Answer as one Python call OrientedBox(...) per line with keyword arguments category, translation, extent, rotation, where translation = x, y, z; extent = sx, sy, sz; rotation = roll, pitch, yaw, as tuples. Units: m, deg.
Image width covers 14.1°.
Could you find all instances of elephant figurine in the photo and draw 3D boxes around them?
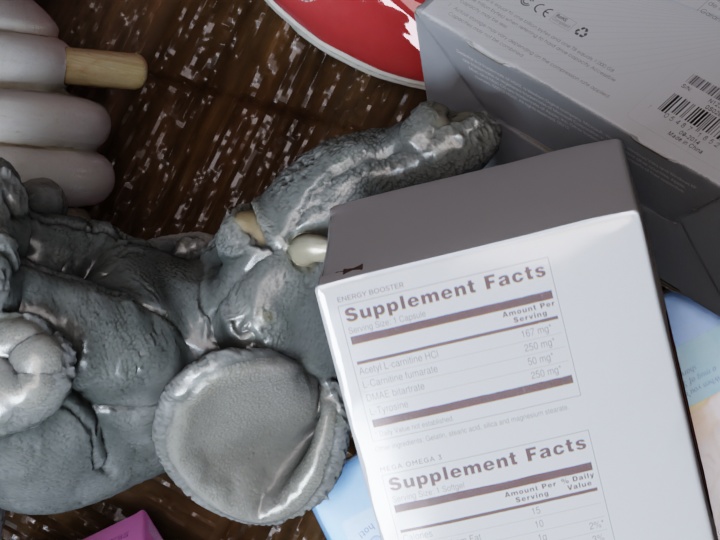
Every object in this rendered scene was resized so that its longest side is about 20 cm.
OrientedBox(category="elephant figurine", translation=(-0.053, 0.025, 1.083), extent=(0.199, 0.155, 0.142), rotation=(0, 74, -10))

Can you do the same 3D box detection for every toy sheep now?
OrientedBox(category="toy sheep", translation=(-0.159, -0.048, 1.181), extent=(0.137, 0.138, 0.201), rotation=(4, 89, 8))

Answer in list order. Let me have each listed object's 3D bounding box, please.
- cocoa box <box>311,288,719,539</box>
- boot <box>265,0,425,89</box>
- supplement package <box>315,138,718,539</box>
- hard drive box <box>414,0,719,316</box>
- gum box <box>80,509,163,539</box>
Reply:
OrientedBox(category="cocoa box", translation=(0.098, 0.094, 1.138), extent=(0.199, 0.131, 0.134), rotation=(-28, 85, 6))
OrientedBox(category="boot", translation=(-0.031, -0.145, 1.157), extent=(0.200, 0.144, 0.073), rotation=(37, 92, 6))
OrientedBox(category="supplement package", translation=(0.062, 0.072, 0.996), extent=(0.109, 0.114, 0.201), rotation=(-13, 105, 5))
OrientedBox(category="hard drive box", translation=(0.145, -0.097, 1.097), extent=(0.156, 0.077, 0.200), rotation=(34, 63, 31))
OrientedBox(category="gum box", translation=(-0.149, 0.184, 1.170), extent=(0.199, 0.114, 0.066), rotation=(-26, 112, 6))
